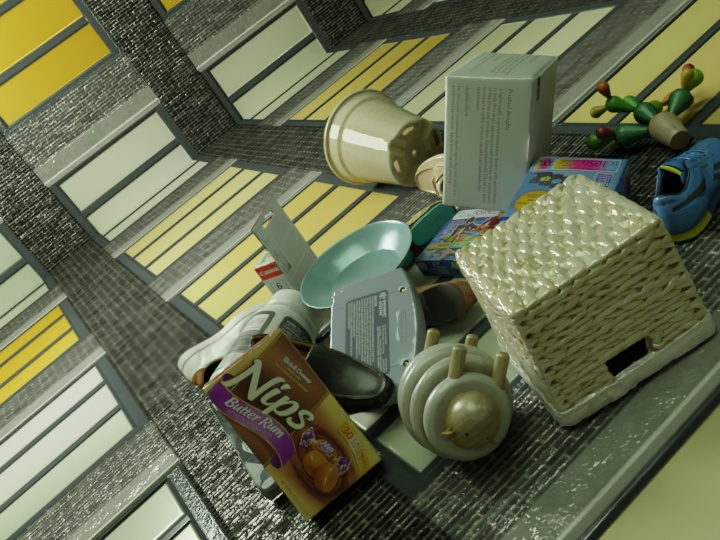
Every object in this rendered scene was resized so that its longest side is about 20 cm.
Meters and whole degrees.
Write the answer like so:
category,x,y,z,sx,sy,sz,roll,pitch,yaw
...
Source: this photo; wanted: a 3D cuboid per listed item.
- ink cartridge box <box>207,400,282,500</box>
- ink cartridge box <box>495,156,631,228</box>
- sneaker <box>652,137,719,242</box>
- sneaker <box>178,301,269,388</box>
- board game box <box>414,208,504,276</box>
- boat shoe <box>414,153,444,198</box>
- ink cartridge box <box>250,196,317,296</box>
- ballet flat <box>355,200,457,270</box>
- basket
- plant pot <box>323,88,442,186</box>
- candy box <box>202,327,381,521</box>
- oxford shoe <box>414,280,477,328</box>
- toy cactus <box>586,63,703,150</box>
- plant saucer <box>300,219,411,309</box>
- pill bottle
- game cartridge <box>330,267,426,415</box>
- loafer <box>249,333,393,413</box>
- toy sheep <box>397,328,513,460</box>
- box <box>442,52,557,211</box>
category,x,y,z,sx,sy,sz,roll,pitch,yaw
ink cartridge box,-0.134,0.196,1.105,0.099,0.039,0.200,-38,58,-4
ink cartridge box,0.270,-0.065,1.103,0.136,0.076,0.200,6,46,32
sneaker,0.423,-0.125,1.052,0.066,0.079,0.200,-10,33,47
sneaker,-0.210,0.137,1.430,0.200,0.073,0.085,-37,54,-19
board game box,0.192,-0.047,1.256,0.200,0.034,0.135,0,41,53
boat shoe,0.160,-0.162,1.463,0.069,0.074,0.200,-42,25,-30
ink cartridge box,-0.128,-0.015,1.410,0.050,0.200,0.109,-20,28,30
ballet flat,0.077,-0.045,1.381,0.200,0.071,0.071,-37,24,-3
basket,0.239,0.025,0.916,0.198,0.161,0.200,-33,26,2
plant pot,0.058,-0.249,1.647,0.200,0.201,0.183,-42,37,-15
candy box,-0.081,0.181,0.990,0.117,0.200,0.056,-38,2,-6
oxford shoe,0.091,0.053,1.194,0.071,0.072,0.200,-15,3,-43
toy cactus,0.439,-0.237,1.238,0.200,0.102,0.165,-25,35,3
plant saucer,0.000,0.000,1.286,0.201,0.039,0.201,-26,30,16
pill bottle,-0.138,0.128,1.269,0.113,0.113,0.200,-15,31,38
game cartridge,0.023,0.094,1.110,0.133,0.042,0.200,-15,49,18
loafer,-0.056,0.128,1.048,0.200,0.072,0.073,8,58,24
toy sheep,0.104,0.139,0.918,0.138,0.138,0.200,-36,11,-3
box,0.214,-0.215,1.254,0.130,0.199,0.200,9,26,20
